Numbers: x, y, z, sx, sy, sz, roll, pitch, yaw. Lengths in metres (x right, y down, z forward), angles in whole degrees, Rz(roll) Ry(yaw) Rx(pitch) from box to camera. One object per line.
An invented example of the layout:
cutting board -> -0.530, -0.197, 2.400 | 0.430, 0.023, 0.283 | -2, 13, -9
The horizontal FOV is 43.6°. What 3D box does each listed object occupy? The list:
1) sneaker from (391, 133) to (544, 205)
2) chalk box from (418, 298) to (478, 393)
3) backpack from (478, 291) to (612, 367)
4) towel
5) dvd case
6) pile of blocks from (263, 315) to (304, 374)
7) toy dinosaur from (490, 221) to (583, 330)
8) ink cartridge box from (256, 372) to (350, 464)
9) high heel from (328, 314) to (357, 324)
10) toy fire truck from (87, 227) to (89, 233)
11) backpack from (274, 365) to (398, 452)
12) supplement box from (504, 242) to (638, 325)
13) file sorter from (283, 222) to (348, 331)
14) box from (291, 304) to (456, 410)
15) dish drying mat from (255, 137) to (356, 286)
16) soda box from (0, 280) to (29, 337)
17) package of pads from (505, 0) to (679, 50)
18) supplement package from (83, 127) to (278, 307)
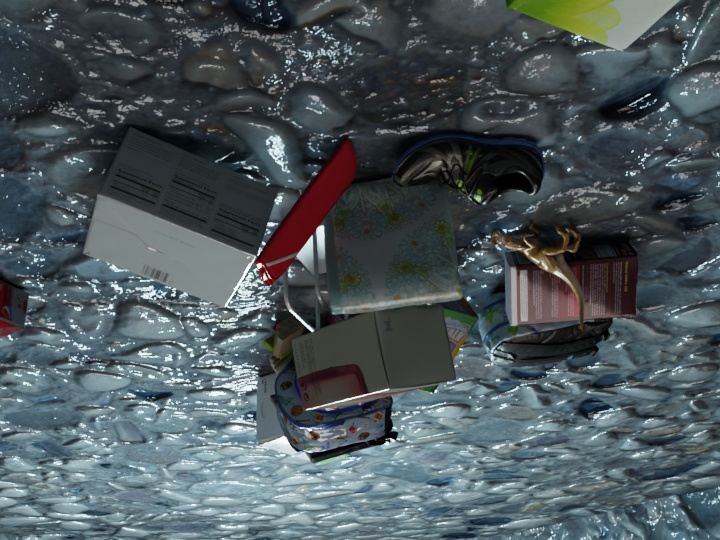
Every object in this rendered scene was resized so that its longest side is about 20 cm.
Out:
sneaker -> 0.140, -0.126, 1.155 | 0.199, 0.083, 0.071 | -1, 151, -5
chalk box -> 0.094, 0.074, 1.442 | 0.124, 0.125, 0.200 | 17, 114, -30
backpack -> 0.305, 0.099, 1.554 | 0.200, 0.154, 0.163 | -22, 157, -12
towel -> 0.038, -0.039, 1.186 | 0.171, 0.200, 0.048 | -9, 146, 7
dvd case -> -0.061, 0.273, 1.661 | 0.149, 0.200, 0.016 | -11, 121, -25
pile of blocks -> -0.143, 0.146, 1.642 | 0.082, 0.062, 0.200 | -44, 156, -20
toy dinosaur -> 0.292, -0.017, 1.361 | 0.200, 0.060, 0.106 | 37, 119, 2
ink cartridge box -> -0.117, 0.304, 1.862 | 0.084, 0.145, 0.200 | -24, 145, 31
high heel -> 0.044, 0.064, 1.560 | 0.200, 0.068, 0.096 | -9, -163, -12
toy fire truck -> -0.271, -0.044, 1.299 | 0.141, 0.049, 0.200 | -25, 145, 33
backpack -> -0.054, 0.227, 1.585 | 0.190, 0.200, 0.154 | -21, 127, -14
supplement box -> 0.332, 0.021, 1.426 | 0.200, 0.061, 0.109 | -4, 114, 2
file sorter -> 0.000, 0.000, 1.318 | 0.200, 0.125, 0.139 | -12, 152, 15
box -> 0.015, 0.123, 1.257 | 0.128, 0.109, 0.200 | -2, 167, -38
dish drying mat -> -0.065, -0.073, 1.140 | 0.018, 0.200, 0.077 | 28, 160, 21
soda box -> -0.636, 0.080, 1.465 | 0.200, 0.070, 0.063 | -18, 149, 24
package of pads -> 0.253, -0.306, 0.848 | 0.154, 0.068, 0.200 | 13, 149, -25
supplement package -> -0.231, -0.063, 1.152 | 0.200, 0.111, 0.156 | 23, 147, -12
